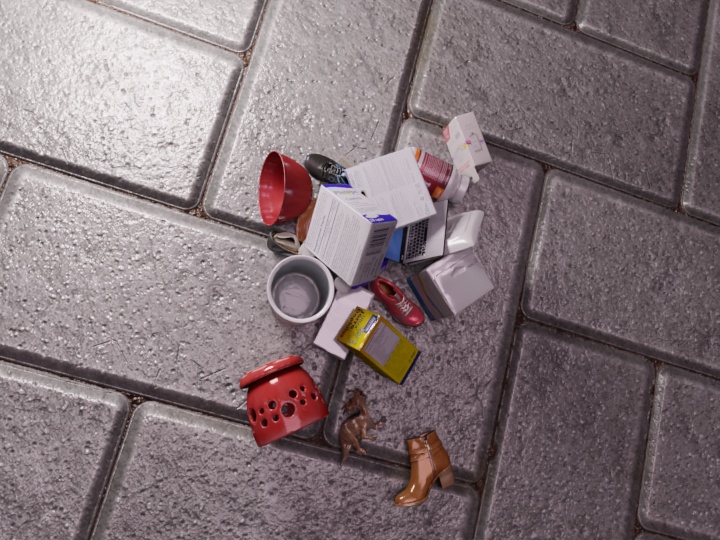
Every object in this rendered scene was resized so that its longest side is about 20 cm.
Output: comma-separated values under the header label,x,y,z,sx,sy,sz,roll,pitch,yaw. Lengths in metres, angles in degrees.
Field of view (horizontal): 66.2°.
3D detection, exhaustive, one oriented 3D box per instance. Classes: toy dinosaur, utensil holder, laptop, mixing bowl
label,x,y,z,sx,sy,sz,roll,pitch,yaw
toy dinosaur,-0.018,0.421,1.495,0.135,0.086,0.201,35,92,7
utensil holder,-0.165,0.062,1.460,0.167,0.200,0.173,2,79,-11
laptop,0.122,-0.127,1.497,0.116,0.198,0.189,43,46,-41
mixing bowl,-0.199,-0.220,1.519,0.107,0.199,0.203,3,80,-30

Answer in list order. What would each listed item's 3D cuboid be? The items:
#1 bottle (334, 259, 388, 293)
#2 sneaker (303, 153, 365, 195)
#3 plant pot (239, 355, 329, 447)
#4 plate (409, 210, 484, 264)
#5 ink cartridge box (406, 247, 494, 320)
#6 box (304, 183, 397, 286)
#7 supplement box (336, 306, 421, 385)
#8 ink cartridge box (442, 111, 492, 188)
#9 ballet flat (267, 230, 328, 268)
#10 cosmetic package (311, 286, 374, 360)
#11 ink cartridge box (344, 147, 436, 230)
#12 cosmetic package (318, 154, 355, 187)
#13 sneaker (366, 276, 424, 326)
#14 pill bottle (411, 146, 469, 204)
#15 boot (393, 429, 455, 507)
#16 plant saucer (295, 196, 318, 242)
label,x,y,z,sx,sy,sz,roll,pitch,yaw
bottle,0.000,0.000,1.519,0.083,0.066,0.200,30,36,16
sneaker,-0.065,-0.269,1.521,0.198,0.082,0.074,29,76,-5
plant pot,-0.199,0.326,1.415,0.198,0.201,0.185,-19,78,-13
plate,0.237,-0.101,1.535,0.033,0.198,0.200,60,32,-22
ink cartridge box,0.247,0.036,1.545,0.146,0.200,0.147,-31,88,-14
box,-0.028,-0.095,1.409,0.104,0.186,0.200,-14,43,-45
supplement box,0.051,0.203,1.484,0.200,0.109,0.110,44,73,-34
ink cartridge box,0.328,-0.358,1.669,0.067,0.116,0.203,-18,86,-13
ballet flat,-0.169,-0.060,1.514,0.197,0.069,0.068,17,44,11
cosmetic package,-0.049,0.136,1.536,0.100,0.071,0.202,28,76,-5
ink cartridge box,0.079,-0.207,1.479,0.197,0.043,0.199,-19,83,-7
cosmetic package,-0.015,-0.225,1.602,0.200,0.071,0.105,43,75,-2
sneaker,0.102,0.091,1.566,0.199,0.087,0.074,39,77,-3
pill bottle,0.216,-0.276,1.635,0.198,0.113,0.114,23,77,-6
boot,0.154,0.542,1.512,0.198,0.074,0.157,-19,86,-26
plant saucer,-0.084,-0.112,1.560,0.197,0.037,0.204,-1,87,11
